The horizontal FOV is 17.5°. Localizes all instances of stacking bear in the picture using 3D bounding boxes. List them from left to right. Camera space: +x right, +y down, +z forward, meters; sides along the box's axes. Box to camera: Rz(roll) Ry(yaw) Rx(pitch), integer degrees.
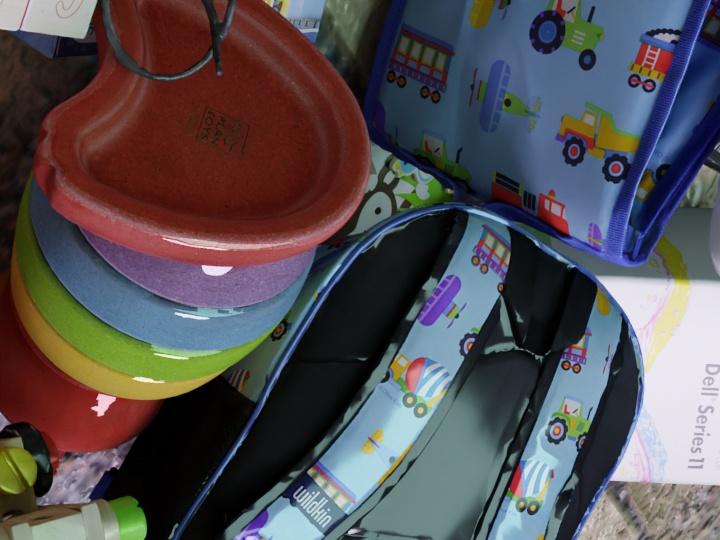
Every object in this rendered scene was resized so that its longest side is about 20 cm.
[{"bbox_3d":[-0.085,-0.001,0.866,0.200,0.114,0.122,-52,-161,49],"label":"stacking bear"}]

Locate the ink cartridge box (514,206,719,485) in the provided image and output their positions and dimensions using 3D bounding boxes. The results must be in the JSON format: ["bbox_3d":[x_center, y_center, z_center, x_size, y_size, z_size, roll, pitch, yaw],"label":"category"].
[{"bbox_3d":[0.143,0.035,1.084,0.200,0.067,0.117,2,123,-2],"label":"ink cartridge box"}]

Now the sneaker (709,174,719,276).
[{"bbox_3d":[0.165,-0.089,0.893,0.085,0.073,0.200,16,100,-31],"label":"sneaker"}]

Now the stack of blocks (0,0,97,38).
[{"bbox_3d":[-0.094,-0.178,0.746,0.059,0.115,0.200,3,115,-49],"label":"stack of blocks"}]

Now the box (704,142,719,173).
[{"bbox_3d":[0.185,-0.121,1.090,0.200,0.124,0.149,20,101,-51],"label":"box"}]

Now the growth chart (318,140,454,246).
[{"bbox_3d":[0.000,0.000,1.063,0.200,0.018,0.145,1,115,-49],"label":"growth chart"}]

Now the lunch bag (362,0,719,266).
[{"bbox_3d":[0.087,-0.103,0.960,0.094,0.151,0.200,23,95,-53],"label":"lunch bag"}]

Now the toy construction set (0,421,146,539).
[{"bbox_3d":[-0.146,0.128,0.883,0.092,0.200,0.131,-15,92,-48],"label":"toy construction set"}]

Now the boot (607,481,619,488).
[{"bbox_3d":[0.150,0.018,1.210,0.146,0.070,0.200,-42,142,-28],"label":"boot"}]

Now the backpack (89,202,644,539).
[{"bbox_3d":[0.009,0.069,0.957,0.183,0.135,0.200,30,88,-27],"label":"backpack"}]

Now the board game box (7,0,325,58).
[{"bbox_3d":[-0.052,-0.178,0.857,0.135,0.034,0.200,-8,121,-45],"label":"board game box"}]

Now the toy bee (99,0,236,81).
[{"bbox_3d":[-0.001,-0.162,0.771,0.131,0.109,0.200,12,76,-18],"label":"toy bee"}]
